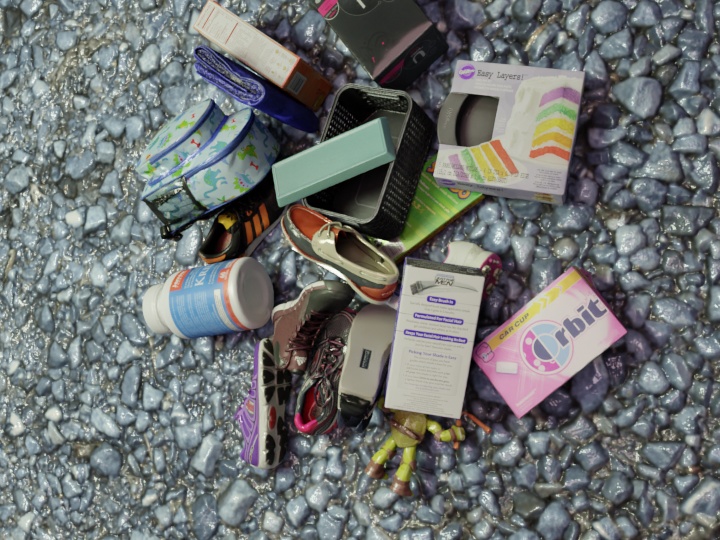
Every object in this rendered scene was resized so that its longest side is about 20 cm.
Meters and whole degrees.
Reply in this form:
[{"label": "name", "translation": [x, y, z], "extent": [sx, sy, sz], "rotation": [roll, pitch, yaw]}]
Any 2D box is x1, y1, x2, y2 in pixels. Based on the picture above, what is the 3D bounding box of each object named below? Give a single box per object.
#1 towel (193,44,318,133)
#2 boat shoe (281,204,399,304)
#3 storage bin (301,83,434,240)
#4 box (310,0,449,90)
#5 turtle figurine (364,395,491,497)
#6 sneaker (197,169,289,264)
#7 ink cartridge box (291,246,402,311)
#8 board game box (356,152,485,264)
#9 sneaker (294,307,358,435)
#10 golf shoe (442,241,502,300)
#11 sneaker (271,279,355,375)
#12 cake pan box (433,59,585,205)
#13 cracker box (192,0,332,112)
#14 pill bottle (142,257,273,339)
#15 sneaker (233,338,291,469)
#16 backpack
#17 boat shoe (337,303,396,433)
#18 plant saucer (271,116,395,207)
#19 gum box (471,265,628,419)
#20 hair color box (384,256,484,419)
[{"label": "towel", "translation": [-0.159, -0.269, 1.237], "extent": [0.147, 0.200, 0.050], "rotation": [38, 101, 20]}, {"label": "boat shoe", "translation": [-0.028, -0.033, 1.123], "extent": [0.199, 0.063, 0.071], "rotation": [39, 59, 15]}, {"label": "storage bin", "translation": [0.013, -0.162, 1.201], "extent": [0.134, 0.094, 0.203], "rotation": [15, 85, 29]}, {"label": "box", "translation": [0.023, -0.387, 1.230], "extent": [0.122, 0.106, 0.201], "rotation": [-41, 73, 13]}, {"label": "turtle figurine", "translation": [0.078, 0.242, 1.170], "extent": [0.198, 0.064, 0.163], "rotation": [24, 93, 21]}, {"label": "sneaker", "translation": [-0.184, -0.087, 1.287], "extent": [0.070, 0.090, 0.201], "rotation": [40, 99, 19]}, {"label": "ink cartridge box", "translation": [0.000, 0.000, 1.207], "extent": [0.198, 0.094, 0.045], "rotation": [30, 94, 20]}, {"label": "board game box", "translation": [0.096, -0.101, 1.216], "extent": [0.199, 0.030, 0.096], "rotation": [-38, 72, 16]}, {"label": "sneaker", "translation": [-0.043, 0.155, 1.219], "extent": [0.080, 0.075, 0.203], "rotation": [15, 89, 21]}, {"label": "golf shoe", "translation": [0.125, 0.049, 1.177], "extent": [0.091, 0.075, 0.201], "rotation": [37, 96, 35]}, {"label": "sneaker", "translation": [-0.072, 0.094, 1.191], "extent": [0.199, 0.075, 0.117], "rotation": [-32, 48, 53]}, {"label": "cake pan box", "translation": [0.211, -0.202, 1.156], "extent": [0.197, 0.052, 0.187], "rotation": [11, 80, 17]}, {"label": "cracker box", "translation": [-0.153, -0.339, 1.277], "extent": [0.199, 0.134, 0.058], "rotation": [38, 98, 20]}, {"label": "pill bottle", "translation": [-0.247, 0.049, 1.281], "extent": [0.197, 0.112, 0.114], "rotation": [-11, 81, 26]}, {"label": "sneaker", "translation": [-0.163, 0.207, 1.260], "extent": [0.082, 0.080, 0.203], "rotation": [2, 85, 28]}, {"label": "backpack", "translation": [-0.237, -0.172, 1.244], "extent": [0.198, 0.184, 0.148], "rotation": [-20, 122, 25]}, {"label": "boat shoe", "translation": [0.006, 0.142, 1.182], "extent": [0.074, 0.201, 0.094], "rotation": [17, 134, 7]}, {"label": "plant saucer", "translation": [-0.045, -0.159, 1.168], "extent": [0.198, 0.019, 0.071], "rotation": [-20, 68, 23]}, {"label": "gum box", "translation": [0.264, 0.097, 1.112], "extent": [0.200, 0.066, 0.114], "rotation": [-41, 74, 12]}, {"label": "hair color box", "translation": [0.099, 0.091, 1.100], "extent": [0.108, 0.065, 0.203], "rotation": [9, 103, 1]}]
